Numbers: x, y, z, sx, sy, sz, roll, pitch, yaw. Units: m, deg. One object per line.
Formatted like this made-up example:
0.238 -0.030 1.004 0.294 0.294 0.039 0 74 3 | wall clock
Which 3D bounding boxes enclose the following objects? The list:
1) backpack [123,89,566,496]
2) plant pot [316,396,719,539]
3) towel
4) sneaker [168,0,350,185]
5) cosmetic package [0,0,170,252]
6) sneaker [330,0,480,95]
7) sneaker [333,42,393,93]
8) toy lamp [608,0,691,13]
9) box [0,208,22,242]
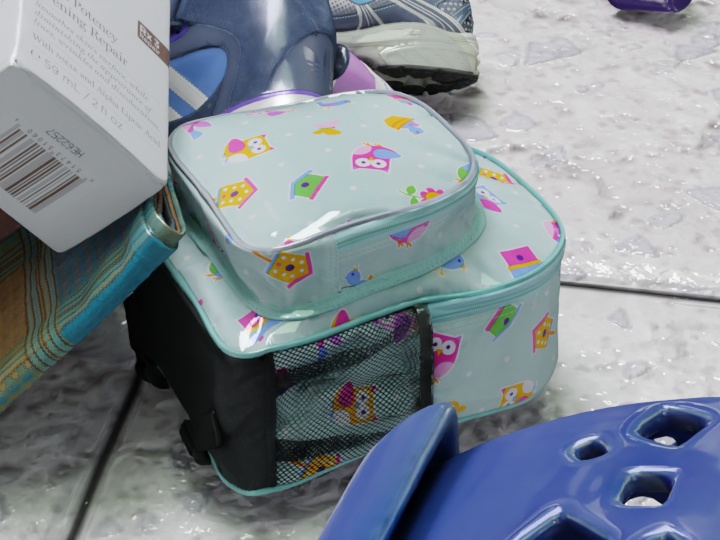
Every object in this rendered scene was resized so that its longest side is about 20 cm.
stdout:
0.000 0.000 1.000 0.199 0.154 0.176 -7 29 -23 | backpack
0.066 0.167 0.713 0.179 0.201 0.200 7 34 19 | plant pot
-0.167 0.009 0.983 0.200 0.022 0.147 -41 32 13 | towel
-0.101 -0.106 1.120 0.199 0.080 0.147 -20 62 26 | sneaker
-0.145 -0.116 0.963 0.074 0.102 0.201 -29 41 24 | cosmetic package
-0.024 -0.160 1.261 0.199 0.078 0.087 5 76 -19 | sneaker
-0.070 -0.092 1.220 0.200 0.073 0.114 1 -14 37 | sneaker
0.142 -0.224 1.416 0.199 0.058 0.058 28 42 33 | toy lamp
-0.266 -0.076 1.015 0.199 0.166 0.165 -31 25 24 | box
